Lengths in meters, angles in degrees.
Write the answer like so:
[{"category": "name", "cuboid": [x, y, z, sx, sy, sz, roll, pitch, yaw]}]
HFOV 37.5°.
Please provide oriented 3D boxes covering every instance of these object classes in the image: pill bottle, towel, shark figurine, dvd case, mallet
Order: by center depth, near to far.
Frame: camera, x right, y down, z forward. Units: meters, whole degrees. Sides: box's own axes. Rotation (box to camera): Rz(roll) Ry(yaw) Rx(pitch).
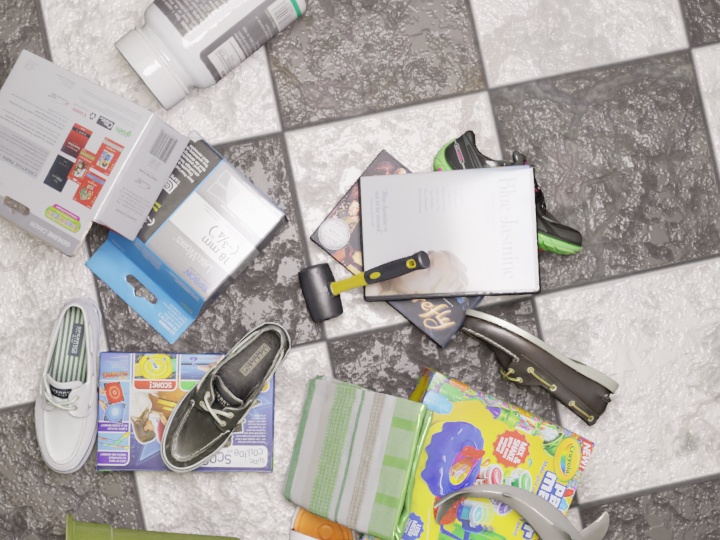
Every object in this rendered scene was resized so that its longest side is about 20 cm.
[{"category": "shark figurine", "cuboid": [0.182, 0.266, 1.076, 0.214, 0.089, 0.128, 42, 85, -4]}, {"category": "towel", "cuboid": [-0.005, 0.200, 1.146, 0.031, 0.200, 0.150, 17, 84, -38]}, {"category": "mallet", "cuboid": [0.000, 0.000, 1.163, 0.041, 0.200, 0.066, -18, 83, -42]}, {"category": "dvd case", "cuboid": [0.098, -0.040, 1.185, 0.199, 0.018, 0.143, -3, 87, 10]}, {"category": "pill bottle", "cuboid": [-0.170, -0.278, 1.195, 0.200, 0.113, 0.113, -39, 89, -4]}]

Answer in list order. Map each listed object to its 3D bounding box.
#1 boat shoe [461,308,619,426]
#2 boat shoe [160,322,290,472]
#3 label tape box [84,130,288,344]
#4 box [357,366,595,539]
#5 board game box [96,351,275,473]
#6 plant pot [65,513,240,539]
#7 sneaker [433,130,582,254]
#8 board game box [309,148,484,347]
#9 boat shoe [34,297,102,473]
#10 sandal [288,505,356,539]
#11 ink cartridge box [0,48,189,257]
[{"category": "boat shoe", "cuboid": [0.198, 0.110, 1.203, 0.201, 0.072, 0.061, 28, 87, -10]}, {"category": "boat shoe", "cuboid": [-0.152, 0.137, 1.164, 0.071, 0.064, 0.200, 37, 87, -1]}, {"category": "label tape box", "cuboid": [-0.201, -0.035, 1.207, 0.144, 0.063, 0.200, 42, 86, 1]}, {"category": "box", "cuboid": [0.123, 0.237, 1.177, 0.192, 0.122, 0.200, 23, 87, -2]}, {"category": "board game box", "cuboid": [-0.198, 0.161, 1.211, 0.199, 0.034, 0.136, 2, 88, -2]}, {"category": "plant pot", "cuboid": [-0.218, 0.358, 1.141, 0.189, 0.200, 0.201, 0, 87, -15]}, {"category": "sneaker", "cuboid": [0.178, -0.089, 1.217, 0.200, 0.077, 0.084, 37, 91, -1]}, {"category": "board game box", "cuboid": [0.059, -0.026, 1.230, 0.200, 0.035, 0.136, 39, 87, 0]}, {"category": "boat shoe", "cuboid": [-0.334, 0.130, 1.192, 0.073, 0.067, 0.201, 2, 87, -2]}, {"category": "sandal", "cuboid": [-0.048, 0.362, 1.195, 0.079, 0.059, 0.207, 7, 87, -2]}, {"category": "ink cartridge box", "cuboid": [-0.321, -0.119, 1.163, 0.200, 0.084, 0.176, 28, 87, 23]}]
